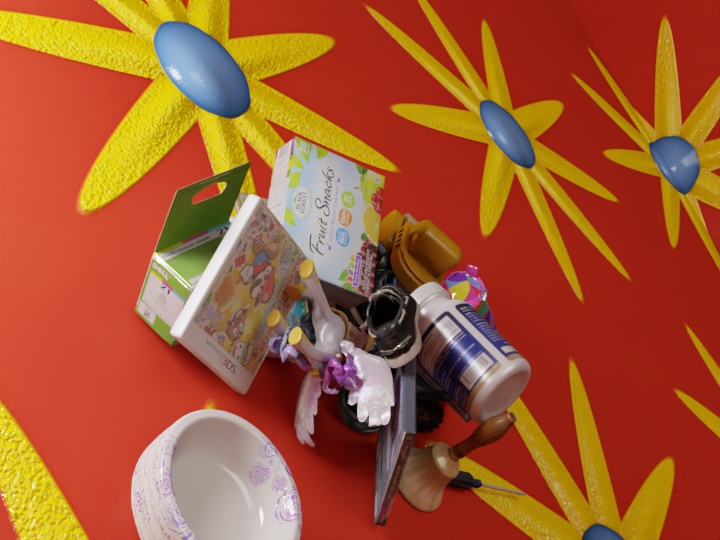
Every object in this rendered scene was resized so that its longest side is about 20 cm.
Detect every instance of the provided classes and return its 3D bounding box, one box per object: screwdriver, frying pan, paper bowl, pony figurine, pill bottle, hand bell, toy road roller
[{"bbox_3d":[0.200,0.336,1.645,0.197,0.029,0.028,17,46,-36],"label":"screwdriver"},{"bbox_3d":[0.049,0.166,1.530,0.187,0.031,0.117,-21,112,-21],"label":"frying pan"},{"bbox_3d":[-0.169,0.269,1.179,0.199,0.104,0.203,32,37,-27],"label":"paper bowl"},{"bbox_3d":[-0.041,0.113,1.388,0.200,0.164,0.196,44,43,-43],"label":"pony figurine"},{"bbox_3d":[0.147,0.116,1.541,0.115,0.117,0.200,0,39,-51],"label":"pill bottle"},{"bbox_3d":[0.146,0.255,1.502,0.103,0.199,0.105,31,37,-27],"label":"hand bell"},{"bbox_3d":[0.102,-0.032,1.777,0.123,0.145,0.201,41,34,-16],"label":"toy road roller"}]

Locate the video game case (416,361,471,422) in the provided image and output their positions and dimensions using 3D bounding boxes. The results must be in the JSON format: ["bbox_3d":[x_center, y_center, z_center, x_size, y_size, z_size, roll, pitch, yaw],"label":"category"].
[{"bbox_3d":[0.092,0.146,1.648,0.200,0.019,0.143,46,2,-11],"label":"video game case"}]

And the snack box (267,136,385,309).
[{"bbox_3d":[-0.055,-0.068,1.525,0.166,0.067,0.204,22,61,-29],"label":"snack box"}]

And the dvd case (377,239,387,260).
[{"bbox_3d":[-0.042,-0.088,1.675,0.017,0.143,0.201,-38,90,-19],"label":"dvd case"}]

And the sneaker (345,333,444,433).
[{"bbox_3d":[0.043,0.164,1.594,0.200,0.077,0.087,47,10,-23],"label":"sneaker"}]

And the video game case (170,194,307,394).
[{"bbox_3d":[-0.145,0.035,1.339,0.202,0.023,0.182,-62,149,-17],"label":"video game case"}]

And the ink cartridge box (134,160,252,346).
[{"bbox_3d":[-0.189,-0.022,1.323,0.075,0.202,0.147,39,37,18],"label":"ink cartridge box"}]

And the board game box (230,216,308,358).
[{"bbox_3d":[-0.136,0.026,1.493,0.124,0.035,0.203,13,53,-34],"label":"board game box"}]

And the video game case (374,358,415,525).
[{"bbox_3d":[0.046,0.225,1.411,0.019,0.202,0.144,9,42,-6],"label":"video game case"}]

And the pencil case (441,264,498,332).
[{"bbox_3d":[0.188,0.082,1.753,0.201,0.087,0.090,67,10,-52],"label":"pencil case"}]

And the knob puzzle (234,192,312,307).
[{"bbox_3d":[-0.099,-0.033,1.633,0.218,0.030,0.222,33,37,-28],"label":"knob puzzle"}]

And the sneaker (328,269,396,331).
[{"bbox_3d":[0.000,0.000,1.617,0.073,0.110,0.204,26,46,-57],"label":"sneaker"}]

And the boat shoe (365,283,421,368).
[{"bbox_3d":[0.038,0.059,1.421,0.061,0.073,0.201,56,13,-22],"label":"boat shoe"}]
